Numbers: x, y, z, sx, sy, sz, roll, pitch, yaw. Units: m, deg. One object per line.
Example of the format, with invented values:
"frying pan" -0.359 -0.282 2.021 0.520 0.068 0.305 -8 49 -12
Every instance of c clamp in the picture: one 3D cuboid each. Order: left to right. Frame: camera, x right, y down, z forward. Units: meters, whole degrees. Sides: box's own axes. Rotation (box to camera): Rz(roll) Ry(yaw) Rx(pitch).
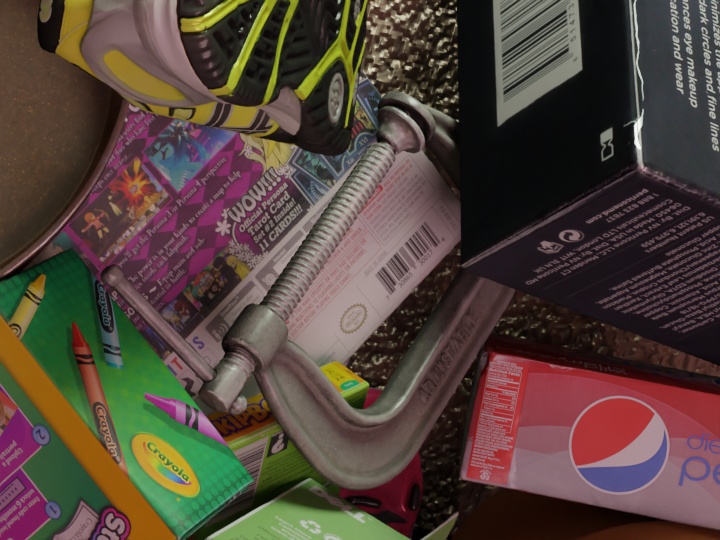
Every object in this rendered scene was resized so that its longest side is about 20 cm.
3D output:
"c clamp" 0.000 0.000 0.838 0.200 0.027 0.171 -51 122 -32

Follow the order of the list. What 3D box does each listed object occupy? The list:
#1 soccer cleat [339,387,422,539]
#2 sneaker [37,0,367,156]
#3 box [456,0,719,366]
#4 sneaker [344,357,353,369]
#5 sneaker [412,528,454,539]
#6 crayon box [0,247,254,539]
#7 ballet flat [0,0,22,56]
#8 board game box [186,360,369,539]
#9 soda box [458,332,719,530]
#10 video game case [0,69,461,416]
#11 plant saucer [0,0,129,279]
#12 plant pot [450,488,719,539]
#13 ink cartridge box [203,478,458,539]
"soccer cleat" -0.013 0.160 1.017 0.070 0.086 0.200 4 87 -18
"sneaker" -0.051 -0.088 0.738 0.200 0.076 0.075 22 74 -71
"box" 0.153 -0.076 0.890 0.200 0.197 0.117 20 147 -31
"sneaker" -0.058 0.061 0.947 0.090 0.078 0.200 7 98 -26
"sneaker" 0.092 0.156 1.050 0.112 0.078 0.200 37 94 -33
"crayon box" -0.150 0.099 0.789 0.200 0.058 0.119 -41 85 32
"ballet flat" -0.156 -0.077 0.843 0.071 0.065 0.200 18 103 -23
"board game box" -0.056 0.138 0.886 0.096 0.030 0.200 -21 134 -43
"soda box" 0.148 0.080 0.914 0.200 0.070 0.063 11 96 3
"video game case" -0.067 -0.017 0.855 0.200 0.036 0.181 -47 119 -14
"plant saucer" -0.180 -0.069 0.785 0.200 0.200 0.034 -39 156 -4
"plant pot" 0.118 0.187 0.959 0.200 0.140 0.200 -6 118 -12
"ink cartridge box" -0.037 0.154 0.828 0.200 0.059 0.104 -22 139 -65
